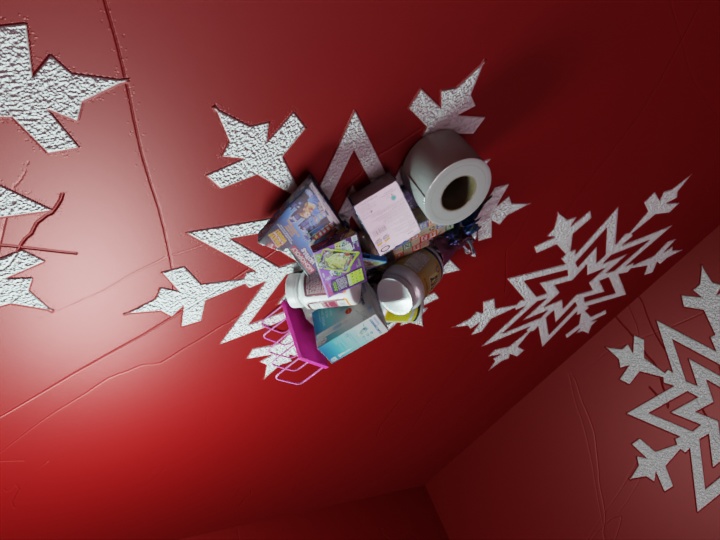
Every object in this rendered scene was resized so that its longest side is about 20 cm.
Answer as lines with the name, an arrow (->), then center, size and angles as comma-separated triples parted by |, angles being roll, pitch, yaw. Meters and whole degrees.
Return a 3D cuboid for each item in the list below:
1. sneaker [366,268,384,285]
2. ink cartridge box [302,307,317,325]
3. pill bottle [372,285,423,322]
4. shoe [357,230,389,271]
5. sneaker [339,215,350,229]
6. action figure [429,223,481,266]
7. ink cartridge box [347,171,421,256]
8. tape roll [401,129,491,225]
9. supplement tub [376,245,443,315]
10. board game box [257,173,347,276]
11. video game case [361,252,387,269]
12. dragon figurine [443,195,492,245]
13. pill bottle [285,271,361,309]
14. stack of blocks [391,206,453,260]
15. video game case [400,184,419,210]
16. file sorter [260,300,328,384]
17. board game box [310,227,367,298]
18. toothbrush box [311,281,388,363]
sneaker -> 0.000, 0.000, 1.694 | 0.196, 0.076, 0.081 | 6, 134, -39
ink cartridge box -> -0.085, 0.127, 1.784 | 0.143, 0.085, 0.201 | -30, 145, 3
pill bottle -> 0.092, 0.105, 1.774 | 0.195, 0.114, 0.114 | 3, 136, -26
shoe -> 0.046, -0.058, 1.655 | 0.053, 0.071, 0.200 | -27, 144, 15
sneaker -> -0.096, -0.104, 1.479 | 0.196, 0.092, 0.067 | 4, 134, -38
action figure -> 0.297, -0.093, 1.794 | 0.199, 0.150, 0.134 | -41, -178, -11
ink cartridge box -> 0.072, -0.136, 1.503 | 0.134, 0.077, 0.202 | -29, 118, 4
tape roll -> 0.222, -0.240, 1.470 | 0.198, 0.140, 0.206 | -17, 138, -16
supplement tub -> 0.149, 0.026, 1.689 | 0.200, 0.143, 0.146 | -43, 161, -42
board game box -> -0.147, -0.097, 1.405 | 0.197, 0.062, 0.202 | -32, 116, 8
video game case -> -0.041, -0.033, 1.561 | 0.195, 0.018, 0.143 | 8, 170, -18
dragon figurine -> 0.331, -0.149, 1.715 | 0.196, 0.101, 0.059 | -24, 146, -6
pill bottle -> -0.105, 0.048, 1.593 | 0.195, 0.117, 0.115 | -6, 150, 17
stack of blocks -> 0.173, -0.123, 1.641 | 0.196, 0.059, 0.116 | -25, 145, -6
video game case -> 0.155, -0.178, 1.627 | 0.140, 0.019, 0.202 | -20, 143, -13
file sorter -> -0.209, 0.225, 1.725 | 0.124, 0.203, 0.138 | -36, 145, 18
board game box -> -0.051, -0.016, 1.423 | 0.118, 0.033, 0.202 | -27, 146, -10
toothbrush box -> -0.033, 0.147, 1.627 | 0.197, 0.148, 0.086 | -29, 130, 11
